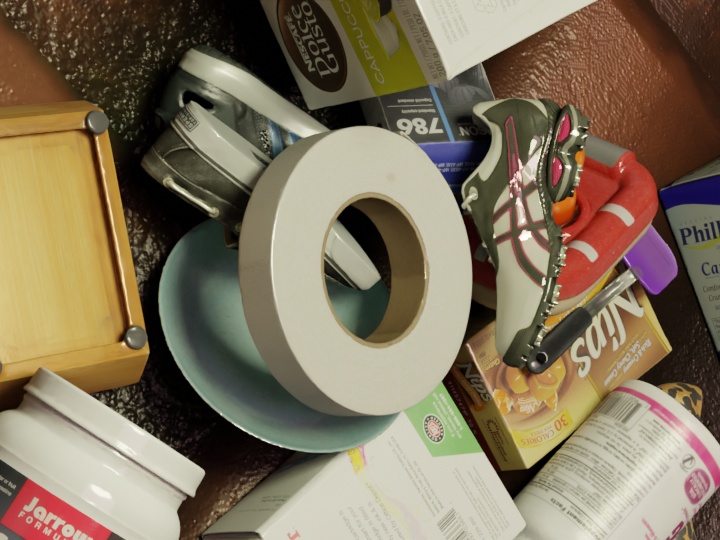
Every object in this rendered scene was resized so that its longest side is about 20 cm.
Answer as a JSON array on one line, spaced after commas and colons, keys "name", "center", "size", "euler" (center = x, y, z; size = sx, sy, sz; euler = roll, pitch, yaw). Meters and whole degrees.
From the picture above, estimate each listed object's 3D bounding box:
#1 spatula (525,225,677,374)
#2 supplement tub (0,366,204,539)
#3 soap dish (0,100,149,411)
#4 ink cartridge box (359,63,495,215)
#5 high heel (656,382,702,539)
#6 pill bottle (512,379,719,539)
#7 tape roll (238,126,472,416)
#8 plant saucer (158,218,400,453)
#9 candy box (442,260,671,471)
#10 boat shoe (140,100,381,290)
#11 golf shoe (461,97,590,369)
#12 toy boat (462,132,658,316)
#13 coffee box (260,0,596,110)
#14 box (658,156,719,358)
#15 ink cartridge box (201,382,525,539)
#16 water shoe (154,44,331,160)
[{"name": "spatula", "center": [0.196, 0.026, 1.371], "size": [0.200, 0.021, 0.057], "euler": [-40, 91, -32]}, {"name": "supplement tub", "center": [-0.199, 0.175, 1.027], "size": [0.140, 0.140, 0.201], "euler": [36, 80, -26]}, {"name": "soap dish", "center": [-0.224, -0.012, 1.105], "size": [0.157, 0.081, 0.201], "euler": [-9, 86, -37]}, {"name": "ink cartridge box", "center": [0.050, -0.133, 1.291], "size": [0.099, 0.039, 0.201], "euler": [-5, 60, -23]}, {"name": "high heel", "center": [0.286, 0.200, 1.443], "size": [0.142, 0.071, 0.201], "euler": [-34, 93, -29]}, {"name": "pill bottle", "center": [0.185, 0.193, 1.327], "size": [0.200, 0.113, 0.113], "euler": [-45, 109, -14]}, {"name": "tape roll", "center": [0.000, 0.000, 1.169], "size": [0.202, 0.037, 0.204], "euler": [7, 80, -45]}, {"name": "plant saucer", "center": [-0.058, 0.050, 1.215], "size": [0.200, 0.039, 0.202], "euler": [17, 49, -21]}, {"name": "candy box", "center": [0.159, 0.065, 1.386], "size": [0.200, 0.055, 0.116], "euler": [-33, 102, -36]}, {"name": "boat shoe", "center": [-0.070, -0.039, 1.201], "size": [0.200, 0.071, 0.064], "euler": [39, 100, -28]}, {"name": "golf shoe", "center": [0.111, -0.029, 1.237], "size": [0.088, 0.077, 0.201], "euler": [9, 79, 2]}, {"name": "toy boat", "center": [0.148, -0.059, 1.334], "size": [0.200, 0.130, 0.131], "euler": [-44, 146, -34]}, {"name": "coffee box", "center": [0.042, -0.249, 1.176], "size": [0.200, 0.197, 0.200], "euler": [-31, 105, -27]}, {"name": "box", "center": [0.397, -0.022, 1.546], "size": [0.183, 0.105, 0.201], "euler": [-27, 97, -37]}, {"name": "ink cartridge box", "center": [0.005, 0.191, 1.233], "size": [0.200, 0.087, 0.146], "euler": [-40, 105, -36]}, {"name": "water shoe", "center": [-0.067, -0.088, 1.254], "size": [0.200, 0.071, 0.079], "euler": [34, 92, -29]}]
